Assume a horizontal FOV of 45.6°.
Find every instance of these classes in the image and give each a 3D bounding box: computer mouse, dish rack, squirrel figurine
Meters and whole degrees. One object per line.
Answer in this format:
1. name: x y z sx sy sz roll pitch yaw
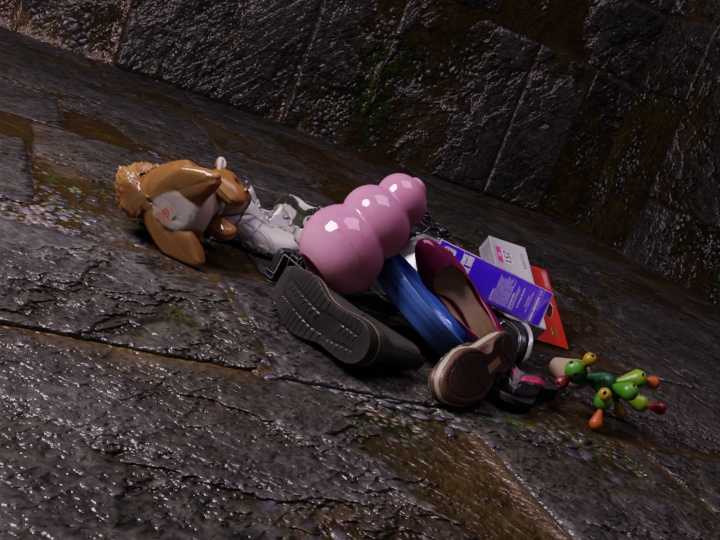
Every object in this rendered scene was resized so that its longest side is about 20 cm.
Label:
1. computer mouse: 0.051 -0.084 1.497 0.196 0.047 0.141 -3 16 -8
2. dish rack: -0.035 0.028 1.301 0.152 0.055 0.199 6 23 -45
3. squirrel figurine: -0.259 -0.116 1.279 0.196 0.144 0.187 14 23 13

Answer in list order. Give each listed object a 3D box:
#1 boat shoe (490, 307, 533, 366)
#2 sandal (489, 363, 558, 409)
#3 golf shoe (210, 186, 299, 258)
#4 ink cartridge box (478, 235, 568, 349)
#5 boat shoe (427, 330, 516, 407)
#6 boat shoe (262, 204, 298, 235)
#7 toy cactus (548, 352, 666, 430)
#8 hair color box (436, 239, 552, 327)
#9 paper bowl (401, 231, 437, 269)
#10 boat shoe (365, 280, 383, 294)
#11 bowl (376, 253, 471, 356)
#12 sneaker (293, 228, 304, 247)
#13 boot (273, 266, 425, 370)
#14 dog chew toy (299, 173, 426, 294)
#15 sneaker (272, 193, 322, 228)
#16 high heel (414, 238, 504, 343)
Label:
1. boat shoe: 0.215 0.102 1.379 0.059 0.077 0.200 18 2 -15
2. sandal: 0.235 0.158 1.234 0.074 0.046 0.199 30 15 29
3. golf shoe: -0.178 -0.085 1.414 0.197 0.099 0.078 18 12 -21
4. ink cartridge box: 0.319 0.042 1.633 0.171 0.044 0.203 16 46 -24
5. boat shoe: 0.137 0.137 1.149 0.074 0.076 0.201 -15 -1 36
6. boat shoe: -0.148 -0.081 1.504 0.197 0.070 0.071 19 11 -15
7. toy cactus: 0.351 0.175 1.290 0.197 0.104 0.164 13 2 -34
8. hair color box: 0.203 0.019 1.391 0.197 0.066 0.109 24 2 1
9. paper bowl: 0.116 -0.001 1.545 0.197 0.106 0.201 20 13 -5
10. boat shoe: 0.000 0.000 1.439 0.198 0.073 0.067 22 13 32
11. bowl: 0.088 0.049 1.275 0.201 0.039 0.201 48 9 -10
12. sneaker: -0.019 -0.057 1.337 0.089 0.076 0.199 33 24 25
13. boot: -0.017 0.074 1.141 0.137 0.078 0.200 21 16 -49
14. dog chew toy: 0.012 -0.060 1.190 0.125 0.199 0.125 46 -15 16
15. sneaker: -0.079 -0.085 1.642 0.199 0.078 0.088 35 10 37
16. high heel: 0.151 0.038 1.258 0.201 0.067 0.096 51 -4 -12
